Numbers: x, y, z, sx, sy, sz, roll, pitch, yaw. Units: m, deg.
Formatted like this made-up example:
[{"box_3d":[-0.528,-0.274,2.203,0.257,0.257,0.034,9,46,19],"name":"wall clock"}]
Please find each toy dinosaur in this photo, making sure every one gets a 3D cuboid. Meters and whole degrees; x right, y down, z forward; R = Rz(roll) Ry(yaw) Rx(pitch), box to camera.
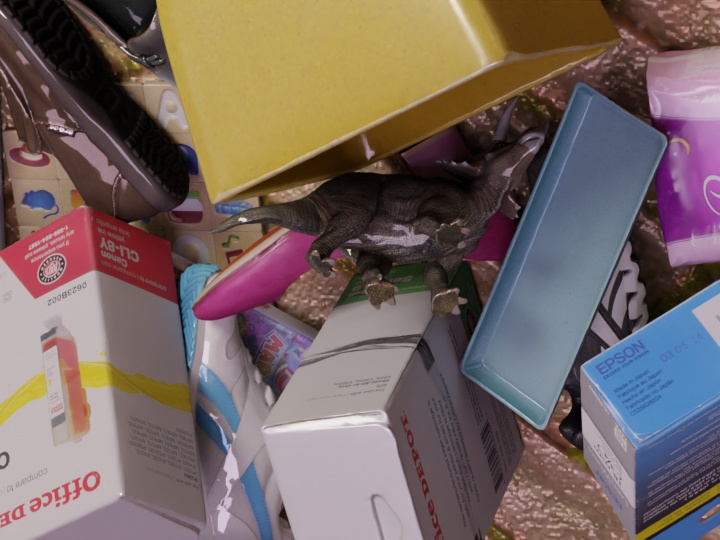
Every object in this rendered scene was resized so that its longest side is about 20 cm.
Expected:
[{"box_3d":[0.017,-0.026,1.562,0.200,0.102,0.077,-11,121,7],"name":"toy dinosaur"}]

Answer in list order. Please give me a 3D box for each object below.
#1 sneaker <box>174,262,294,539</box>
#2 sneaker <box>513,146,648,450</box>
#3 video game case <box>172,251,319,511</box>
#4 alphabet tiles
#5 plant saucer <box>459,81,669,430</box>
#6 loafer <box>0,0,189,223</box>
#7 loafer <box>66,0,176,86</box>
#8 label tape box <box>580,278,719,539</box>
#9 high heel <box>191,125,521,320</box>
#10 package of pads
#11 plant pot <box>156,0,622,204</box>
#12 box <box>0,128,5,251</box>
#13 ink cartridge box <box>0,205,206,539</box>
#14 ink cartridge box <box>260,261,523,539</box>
[{"box_3d":[-0.083,0.091,1.699,0.081,0.077,0.200,-8,106,-19],"name":"sneaker"},{"box_3d":[0.127,0.025,1.614,0.090,0.066,0.200,-26,111,-9],"name":"sneaker"},{"box_3d":[-0.115,0.063,1.742,0.200,0.018,0.143,28,120,1],"name":"video game case"},{"box_3d":[-0.141,-0.028,1.718,0.166,0.006,0.200,1,116,16],"name":"alphabet tiles"},{"box_3d":[0.120,-0.008,1.563,0.070,0.019,0.200,36,120,29],"name":"plant saucer"},{"box_3d":[-0.192,-0.103,1.648,0.071,0.073,0.200,-36,96,23],"name":"loafer"},{"box_3d":[-0.135,-0.156,1.610,0.200,0.063,0.072,35,121,-3],"name":"loafer"},{"box_3d":[0.204,0.083,1.577,0.144,0.200,0.063,-31,64,-10],"name":"label tape box"},{"box_3d":[0.000,0.000,1.627,0.200,0.067,0.096,-31,96,7],"name":"high heel"},{"box_3d":[0.266,-0.073,1.535,0.200,0.076,0.121,-4,112,18],"name":"package of pads"},{"box_3d":[-0.004,-0.172,1.503,0.194,0.195,0.200,-25,88,25],"name":"plant pot"},{"box_3d":[-0.253,-0.038,1.727,0.041,0.039,0.200,8,118,14],"name":"box"},{"box_3d":[-0.182,0.084,1.643,0.145,0.200,0.083,-27,148,28],"name":"ink cartridge box"},{"box_3d":[0.022,0.103,1.622,0.084,0.200,0.146,-8,113,21],"name":"ink cartridge box"}]
